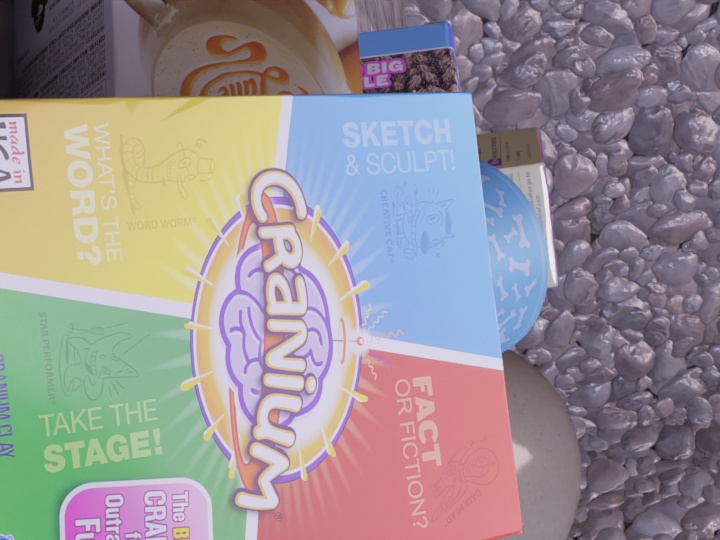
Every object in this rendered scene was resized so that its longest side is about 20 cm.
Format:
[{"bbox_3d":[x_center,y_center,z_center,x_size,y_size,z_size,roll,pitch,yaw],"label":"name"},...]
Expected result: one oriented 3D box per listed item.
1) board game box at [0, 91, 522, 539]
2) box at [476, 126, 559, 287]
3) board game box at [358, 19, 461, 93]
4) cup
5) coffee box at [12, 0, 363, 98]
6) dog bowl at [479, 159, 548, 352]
[{"bbox_3d":[-0.043,0.023,0.516,0.040,0.200,0.153,-8,-92,52],"label":"board game box"},{"bbox_3d":[0.050,-0.041,1.311,0.176,0.199,0.097,-74,157,-76],"label":"box"},{"bbox_3d":[-0.026,-0.001,0.759,0.097,0.159,0.200,76,10,-53],"label":"board game box"},{"bbox_3d":[0.030,0.126,1.102,0.143,0.200,0.201,34,48,-63],"label":"cup"},{"bbox_3d":[-0.061,-0.043,0.613,0.114,0.080,0.201,10,65,-36],"label":"coffee box"},{"bbox_3d":[0.000,0.000,0.895,0.050,0.200,0.112,-20,105,-56],"label":"dog bowl"}]
